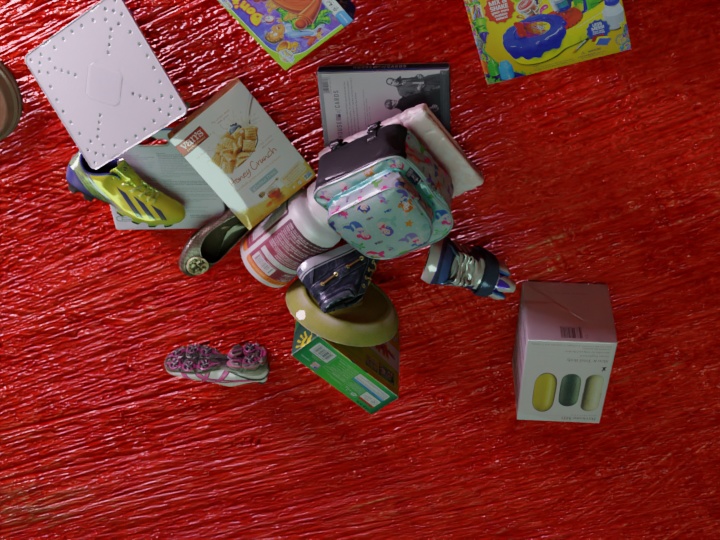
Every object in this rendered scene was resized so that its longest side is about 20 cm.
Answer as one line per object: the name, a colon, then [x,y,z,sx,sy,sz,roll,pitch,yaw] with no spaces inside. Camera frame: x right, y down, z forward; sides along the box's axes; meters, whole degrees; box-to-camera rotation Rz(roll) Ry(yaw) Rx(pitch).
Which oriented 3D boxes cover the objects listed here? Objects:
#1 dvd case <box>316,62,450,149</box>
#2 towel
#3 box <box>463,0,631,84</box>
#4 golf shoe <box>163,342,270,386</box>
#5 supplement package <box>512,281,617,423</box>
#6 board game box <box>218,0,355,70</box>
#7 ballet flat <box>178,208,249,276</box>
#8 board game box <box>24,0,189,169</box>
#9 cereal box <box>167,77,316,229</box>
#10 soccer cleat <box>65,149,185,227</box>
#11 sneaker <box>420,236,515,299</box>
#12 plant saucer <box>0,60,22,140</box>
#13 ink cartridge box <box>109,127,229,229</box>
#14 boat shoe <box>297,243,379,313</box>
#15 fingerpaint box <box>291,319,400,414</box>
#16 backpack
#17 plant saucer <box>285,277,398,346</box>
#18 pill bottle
dvd case: [0.039,-0.247,1.602,0.199,0.025,0.151,0,131,6]
towel: [0.067,-0.165,1.640,0.200,0.032,0.191,-22,135,29]
box: [0.243,-0.384,1.404,0.200,0.122,0.193,-12,127,15]
golf shoe: [-0.272,0.191,1.975,0.199,0.073,0.092,0,132,5]
supplement package: [0.353,0.144,1.825,0.151,0.151,0.200,2,131,3]
board game box: [-0.122,-0.399,1.474,0.134,0.045,0.200,-31,122,27]
ballet flat: [-0.219,-0.061,1.715,0.200,0.046,0.067,-42,135,0]
board game box: [-0.379,-0.282,1.563,0.200,0.026,0.200,-26,100,25]
cereal box: [-0.184,-0.181,1.630,0.144,0.040,0.200,-40,119,2]
soccer cleat: [-0.371,-0.132,1.662,0.200,0.065,0.084,23,121,-12]
sneaker: [0.184,-0.001,1.694,0.146,0.200,0.081,17,94,10]
plant saucer: [-0.636,-0.275,1.639,0.200,0.030,0.200,2,131,2]
ink cartridge box: [-0.322,-0.156,1.703,0.196,0.043,0.200,0,127,6]
boat shoe: [0.000,0.000,1.719,0.200,0.091,0.071,-25,162,-21]
fingerpaint box: [-0.023,0.130,1.838,0.073,0.167,0.200,-36,120,28]
backpack: [0.047,-0.106,1.583,0.177,0.151,0.200,-22,140,29]
plant saucer: [-0.026,0.054,1.755,0.200,0.200,0.031,14,121,-7]
pill bottle: [-0.098,-0.066,1.715,0.110,0.110,0.200,37,124,-24]
